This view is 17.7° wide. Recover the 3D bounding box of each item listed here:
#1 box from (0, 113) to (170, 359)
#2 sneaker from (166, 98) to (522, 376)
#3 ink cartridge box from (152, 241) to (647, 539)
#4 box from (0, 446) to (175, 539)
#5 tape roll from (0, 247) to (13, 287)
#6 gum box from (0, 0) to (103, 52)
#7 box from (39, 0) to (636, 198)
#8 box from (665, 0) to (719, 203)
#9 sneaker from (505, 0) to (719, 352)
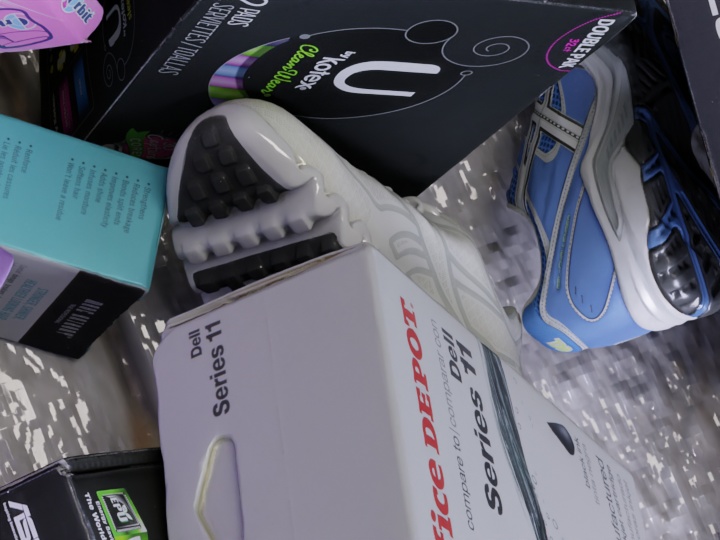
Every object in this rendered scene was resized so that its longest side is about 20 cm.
[{"bbox_3d":[-0.172,-0.030,0.787,0.200,0.082,0.049,18,65,-18],"label":"box"},{"bbox_3d":[0.000,0.000,0.833,0.200,0.075,0.081,51,42,-40],"label":"sneaker"},{"bbox_3d":[0.026,0.102,0.752,0.200,0.083,0.147,40,33,-49],"label":"ink cartridge box"},{"bbox_3d":[-0.031,0.153,0.742,0.193,0.047,0.200,3,63,-65],"label":"box"},{"bbox_3d":[-0.184,0.061,0.680,0.066,0.200,0.200,34,62,-10],"label":"tape roll"},{"bbox_3d":[-0.184,-0.123,0.739,0.200,0.114,0.066,-1,66,18],"label":"gum box"},{"bbox_3d":[-0.019,-0.110,0.816,0.148,0.200,0.124,3,70,-23],"label":"box"},{"bbox_3d":[0.158,-0.049,0.887,0.049,0.200,0.161,-17,74,12],"label":"box"},{"bbox_3d":[0.090,-0.055,0.918,0.076,0.077,0.200,37,37,-35],"label":"sneaker"}]
